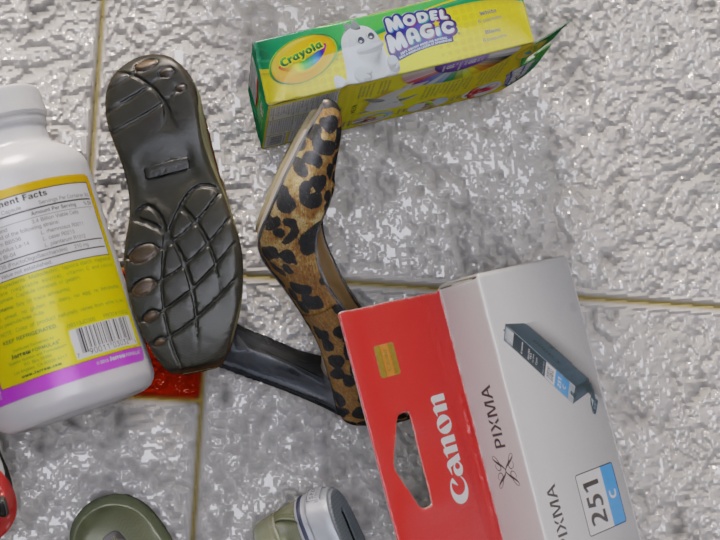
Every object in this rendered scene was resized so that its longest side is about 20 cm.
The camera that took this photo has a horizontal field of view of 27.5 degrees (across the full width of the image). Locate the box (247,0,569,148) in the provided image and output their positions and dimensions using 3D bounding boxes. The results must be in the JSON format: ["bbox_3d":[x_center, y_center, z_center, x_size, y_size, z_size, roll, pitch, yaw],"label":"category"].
[{"bbox_3d":[0.028,-0.134,0.947,0.197,0.117,0.049,-12,83,-8],"label":"box"}]

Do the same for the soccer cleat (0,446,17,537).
[{"bbox_3d":[-0.266,0.074,0.895,0.068,0.085,0.202,-26,102,-8],"label":"soccer cleat"}]

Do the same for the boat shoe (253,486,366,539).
[{"bbox_3d":[-0.007,0.239,0.941,0.061,0.072,0.202,-23,83,17],"label":"boat shoe"}]

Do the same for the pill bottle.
[{"bbox_3d":[-0.205,-0.008,0.915,0.103,0.104,0.203,-18,86,-8],"label":"pill bottle"}]

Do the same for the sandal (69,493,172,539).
[{"bbox_3d":[-0.118,0.233,0.925,0.080,0.057,0.202,-38,90,-8],"label":"sandal"}]

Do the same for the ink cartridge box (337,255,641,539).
[{"bbox_3d":[0.087,0.103,0.925,0.175,0.044,0.203,-11,85,-42],"label":"ink cartridge box"}]

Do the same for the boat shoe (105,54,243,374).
[{"bbox_3d":[-0.113,-0.035,0.941,0.075,0.074,0.203,-9,79,2],"label":"boat shoe"}]

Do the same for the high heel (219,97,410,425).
[{"bbox_3d":[0.000,0.000,0.929,0.141,0.072,0.202,19,115,1],"label":"high heel"}]
